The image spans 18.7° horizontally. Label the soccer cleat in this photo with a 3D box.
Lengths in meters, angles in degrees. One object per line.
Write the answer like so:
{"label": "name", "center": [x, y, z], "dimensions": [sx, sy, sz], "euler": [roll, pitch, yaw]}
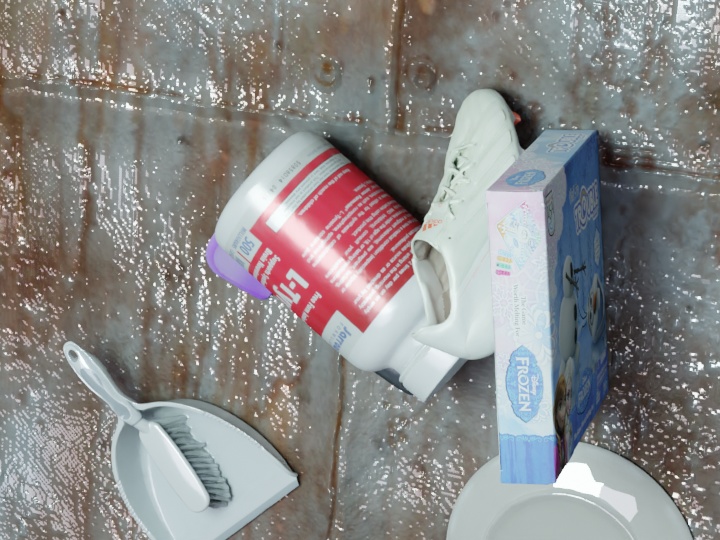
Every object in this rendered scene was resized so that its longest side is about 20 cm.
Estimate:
{"label": "soccer cleat", "center": [0.074, -0.037, 1.537], "dimensions": [0.069, 0.077, 0.200], "euler": [146, 129, -62]}

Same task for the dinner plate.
{"label": "dinner plate", "center": [0.155, 0.225, 1.648], "dimensions": [0.200, 0.024, 0.200], "euler": [7, 108, 22]}

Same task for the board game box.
{"label": "board game box", "center": [0.131, 0.019, 1.500], "dimensions": [0.043, 0.200, 0.199], "euler": [-1, 105, 17]}

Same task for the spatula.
{"label": "spatula", "center": [-0.032, 0.032, 1.673], "dimensions": [0.200, 0.021, 0.057], "euler": [39, 114, 8]}

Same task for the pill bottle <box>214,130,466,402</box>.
{"label": "pill bottle", "center": [0.000, 0.000, 1.599], "dimensions": [0.200, 0.112, 0.112], "euler": [41, 116, 8]}

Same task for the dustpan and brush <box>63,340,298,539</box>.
{"label": "dustpan and brush", "center": [-0.162, 0.130, 1.734], "dimensions": [0.140, 0.057, 0.200], "euler": [-38, 88, 27]}
